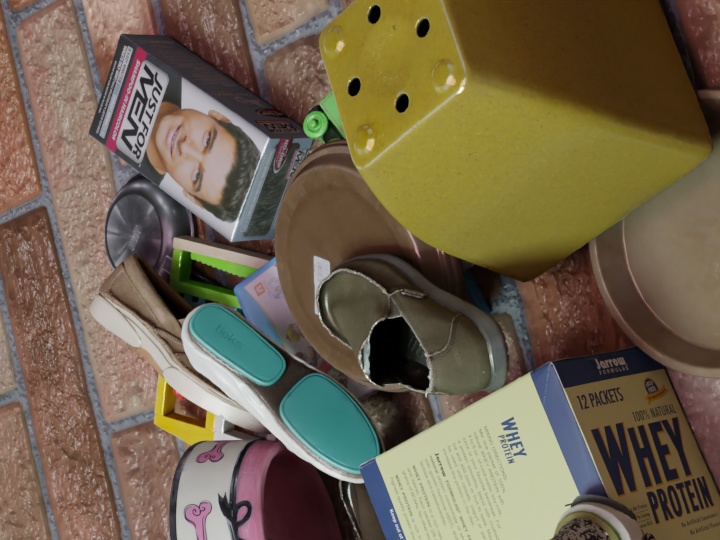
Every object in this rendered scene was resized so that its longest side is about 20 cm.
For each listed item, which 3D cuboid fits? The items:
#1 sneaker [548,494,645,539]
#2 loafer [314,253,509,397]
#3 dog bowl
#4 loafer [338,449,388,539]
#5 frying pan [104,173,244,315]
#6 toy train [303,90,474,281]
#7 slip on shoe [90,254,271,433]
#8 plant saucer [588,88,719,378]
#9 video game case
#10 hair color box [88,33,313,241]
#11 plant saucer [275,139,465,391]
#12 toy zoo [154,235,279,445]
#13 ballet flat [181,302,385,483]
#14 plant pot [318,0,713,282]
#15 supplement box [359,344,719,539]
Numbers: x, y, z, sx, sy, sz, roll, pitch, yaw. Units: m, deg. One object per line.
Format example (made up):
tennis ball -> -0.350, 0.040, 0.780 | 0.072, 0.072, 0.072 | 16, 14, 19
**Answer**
sneaker -> 0.127, 0.249, 1.254 | 0.077, 0.088, 0.201 | 12, 102, 38
loafer -> 0.022, 0.040, 1.368 | 0.200, 0.069, 0.076 | 20, 120, 53
dog bowl -> -0.075, 0.227, 1.542 | 0.073, 0.200, 0.201 | -16, 82, 19
loafer -> 0.037, 0.228, 1.486 | 0.073, 0.071, 0.201 | -44, 67, 34
frying pan -> -0.177, -0.001, 1.713 | 0.115, 0.031, 0.191 | -45, 62, 34
toy train -> 0.026, -0.064, 1.502 | 0.056, 0.042, 0.200 | -42, 68, 13
slip on shoe -> -0.140, 0.062, 1.610 | 0.200, 0.076, 0.061 | 37, 98, 27
plant saucer -> 0.249, -0.026, 1.343 | 0.199, 0.029, 0.202 | 3, 95, 40
video game case -> -0.003, 0.024, 1.551 | 0.200, 0.018, 0.144 | -36, 71, 28
hair color box -> -0.139, -0.116, 1.647 | 0.200, 0.060, 0.099 | 35, 115, 32
plant saucer -> 0.000, 0.000, 1.475 | 0.199, 0.029, 0.201 | 22, 122, 41
toy zoo -> -0.115, 0.081, 1.654 | 0.131, 0.020, 0.201 | 14, 103, 29
ballet flat -> -0.062, 0.103, 1.523 | 0.200, 0.069, 0.070 | 39, 118, 12
plant pot -> 0.088, -0.130, 1.337 | 0.195, 0.199, 0.195 | -36, 59, 36
supplement box -> 0.141, 0.186, 1.383 | 0.199, 0.134, 0.201 | -33, 73, 37
